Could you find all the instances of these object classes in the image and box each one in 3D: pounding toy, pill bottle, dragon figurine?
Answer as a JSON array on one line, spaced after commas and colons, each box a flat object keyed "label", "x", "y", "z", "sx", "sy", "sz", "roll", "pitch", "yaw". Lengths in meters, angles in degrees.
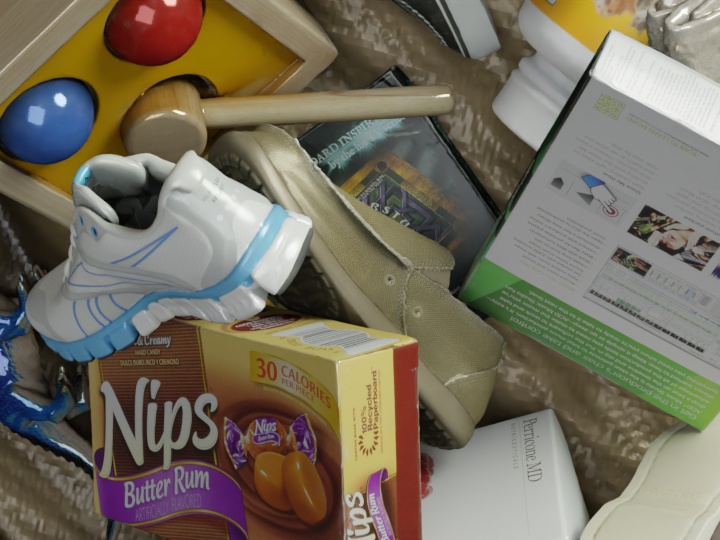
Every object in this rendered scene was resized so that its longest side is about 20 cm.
[{"label": "pounding toy", "x": -0.096, "y": -0.103, "z": 1.088, "sx": 0.184, "sy": 0.200, "sz": 0.142, "roll": -41, "pitch": 55, "yaw": 12}, {"label": "pill bottle", "x": 0.151, "y": -0.139, "z": 1.083, "sx": 0.109, "sy": 0.109, "sz": 0.200, "roll": 35, "pitch": 102, "yaw": 0}, {"label": "dragon figurine", "x": -0.198, "y": 0.062, "z": 1.187, "sx": 0.099, "sy": 0.059, "sz": 0.201, "roll": -24, "pitch": 96, "yaw": 11}]

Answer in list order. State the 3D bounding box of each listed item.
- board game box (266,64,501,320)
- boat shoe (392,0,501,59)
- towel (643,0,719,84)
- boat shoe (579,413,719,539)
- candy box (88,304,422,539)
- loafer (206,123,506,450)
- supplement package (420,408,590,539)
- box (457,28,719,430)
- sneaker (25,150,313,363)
[{"label": "board game box", "x": -0.024, "y": 0.004, "z": 1.171, "sx": 0.200, "sy": 0.028, "sz": 0.136, "roll": -34, "pitch": 94, "yaw": 12}, {"label": "boat shoe", "x": 0.000, "y": -0.172, "z": 1.088, "sx": 0.063, "sy": 0.071, "sz": 0.200, "roll": -32, "pitch": 124, "yaw": 10}, {"label": "towel", "x": 0.206, "y": -0.074, "z": 1.062, "sx": 0.132, "sy": 0.035, "sz": 0.201, "roll": -24, "pitch": 132, "yaw": -9}, {"label": "boat shoe", "x": 0.166, "y": 0.125, "z": 1.095, "sx": 0.072, "sy": 0.200, "sz": 0.060, "roll": 9, "pitch": 115, "yaw": 30}, {"label": "candy box", "x": -0.055, "y": 0.078, "z": 1.089, "sx": 0.199, "sy": 0.056, "sz": 0.117, "roll": 11, "pitch": 108, "yaw": 46}, {"label": "loafer", "x": 0.000, "y": 0.000, "z": 1.091, "sx": 0.067, "sy": 0.076, "sz": 0.200, "roll": -49, "pitch": 118, "yaw": -24}, {"label": "supplement package", "x": 0.023, "y": 0.172, "z": 1.134, "sx": 0.199, "sy": 0.121, "sz": 0.120, "roll": -16, "pitch": 116, "yaw": 9}, {"label": "box", "x": 0.141, "y": -0.013, "z": 1.053, "sx": 0.144, "sy": 0.036, "sz": 0.200, "roll": 28, "pitch": 144, "yaw": 0}, {"label": "sneaker", "x": -0.109, "y": -0.017, "z": 1.043, "sx": 0.087, "sy": 0.075, "sz": 0.200, "roll": 42, "pitch": 145, "yaw": -23}]
